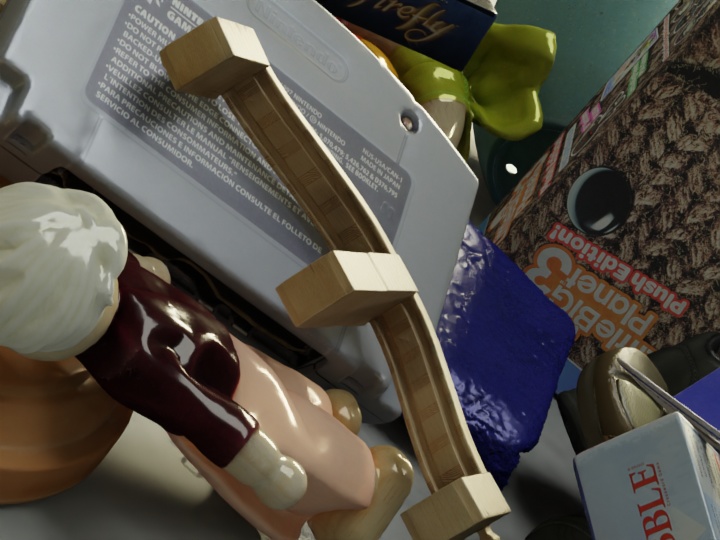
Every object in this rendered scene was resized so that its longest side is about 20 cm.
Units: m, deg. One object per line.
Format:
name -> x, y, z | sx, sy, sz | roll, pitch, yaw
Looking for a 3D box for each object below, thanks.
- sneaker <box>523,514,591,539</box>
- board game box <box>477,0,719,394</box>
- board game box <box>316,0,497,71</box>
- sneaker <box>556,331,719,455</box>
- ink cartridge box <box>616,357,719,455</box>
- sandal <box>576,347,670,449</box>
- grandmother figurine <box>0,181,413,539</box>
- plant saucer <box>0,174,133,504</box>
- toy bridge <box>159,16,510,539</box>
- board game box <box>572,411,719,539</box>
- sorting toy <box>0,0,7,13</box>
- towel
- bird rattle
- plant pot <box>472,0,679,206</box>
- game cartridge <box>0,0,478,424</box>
sneaker -> 0.073, 0.144, 0.684 | 0.079, 0.075, 0.200 | 30, 24, -21
board game box -> 0.169, -0.020, 0.985 | 0.159, 0.200, 0.097 | 39, 22, -5
board game box -> -0.042, -0.173, 0.920 | 0.199, 0.035, 0.136 | 21, 28, -26
sneaker -> 0.168, 0.090, 0.902 | 0.200, 0.091, 0.076 | 36, 25, -51
ink cartridge box -> 0.173, 0.088, 0.695 | 0.200, 0.037, 0.095 | 39, 0, -39
sandal -> 0.119, 0.110, 0.807 | 0.082, 0.054, 0.200 | -92, 155, -43
grandmother figurine -> -0.057, 0.033, 0.638 | 0.121, 0.061, 0.200 | 35, -3, 42
plant saucer -> -0.154, -0.010, 0.651 | 0.200, 0.032, 0.201 | 36, 22, -17
toy bridge -> -0.002, 0.007, 0.694 | 0.201, 0.027, 0.067 | 62, 18, 11
board game box -> 0.145, 0.173, 0.646 | 0.199, 0.041, 0.201 | 42, 30, -49
sorting toy -> -0.160, -0.126, 0.809 | 0.199, 0.070, 0.199 | 30, 24, -29
towel -> 0.000, 0.000, 0.880 | 0.200, 0.050, 0.148 | 41, 28, -4
bird rattle -> -0.007, -0.107, 1.004 | 0.200, 0.113, 0.163 | 36, 38, -6
plant pot -> 0.139, -0.080, 1.108 | 0.200, 0.200, 0.135 | 41, 50, 0
game cartridge -> -0.045, -0.049, 0.742 | 0.200, 0.041, 0.134 | 38, 54, -24
